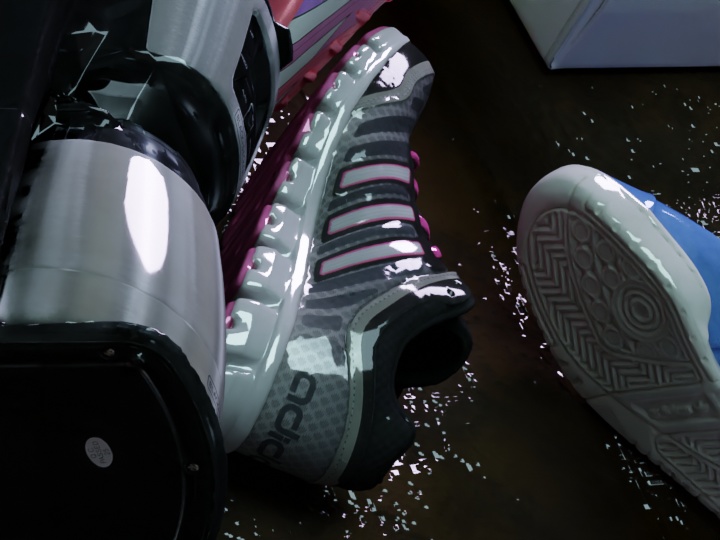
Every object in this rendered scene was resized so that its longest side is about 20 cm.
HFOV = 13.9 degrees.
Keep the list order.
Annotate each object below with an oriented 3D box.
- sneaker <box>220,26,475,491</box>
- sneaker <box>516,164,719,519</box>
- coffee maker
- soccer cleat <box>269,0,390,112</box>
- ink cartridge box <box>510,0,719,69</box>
[{"bbox_3d":[0.000,0.000,1.014,0.087,0.074,0.200,30,44,-10],"label":"sneaker"},{"bbox_3d":[0.151,0.027,1.077,0.200,0.077,0.111,46,48,7],"label":"sneaker"},{"bbox_3d":[-0.124,-0.018,0.896,0.191,0.135,0.201,17,41,-12],"label":"coffee maker"},{"bbox_3d":[-0.012,-0.104,1.046,0.076,0.201,0.067,37,-7,-38],"label":"soccer cleat"},{"bbox_3d":[0.109,-0.184,1.247,0.145,0.085,0.201,-4,52,-35],"label":"ink cartridge box"}]
